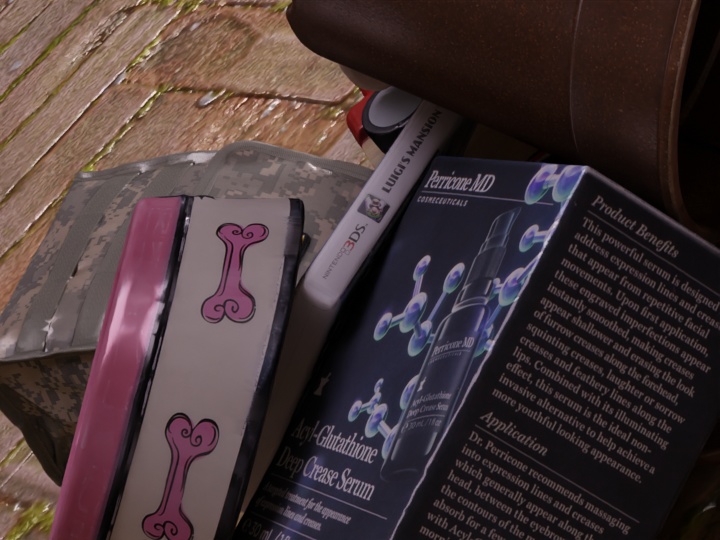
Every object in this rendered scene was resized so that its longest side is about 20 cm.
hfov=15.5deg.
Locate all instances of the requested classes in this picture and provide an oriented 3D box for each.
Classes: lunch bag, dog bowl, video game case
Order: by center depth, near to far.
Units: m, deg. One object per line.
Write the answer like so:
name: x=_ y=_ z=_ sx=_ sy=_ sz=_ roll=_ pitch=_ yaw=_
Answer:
dog bowl: x=-0.085 y=0.056 z=1.172 sx=0.200 sy=0.074 sz=0.200 roll=-165 pitch=90 yaw=-83
video game case: x=0.000 y=0.000 z=1.239 sx=0.182 sy=0.023 sz=0.200 roll=-57 pitch=-5 yaw=-34
lunch bag: x=-0.083 y=0.019 z=1.411 sx=0.200 sy=0.118 sz=0.164 roll=-8 pitch=41 yaw=32

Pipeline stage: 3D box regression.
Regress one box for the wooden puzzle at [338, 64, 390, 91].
wooden puzzle: x=0.037 y=-0.196 z=1.274 sx=0.185 sy=0.200 sz=0.046 roll=-45 pitch=67 yaw=-7

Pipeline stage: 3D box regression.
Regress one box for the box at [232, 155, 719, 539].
box: x=0.055 y=0.064 z=1.088 sx=0.200 sy=0.107 sz=0.148 roll=-62 pitch=21 yaw=-8

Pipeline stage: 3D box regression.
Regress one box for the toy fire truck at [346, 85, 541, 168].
toy fire truck: x=0.073 y=-0.121 z=1.436 sx=0.176 sy=0.129 sz=0.200 roll=-39 pitch=35 yaw=5

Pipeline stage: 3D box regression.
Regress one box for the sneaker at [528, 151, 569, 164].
sneaker: x=0.165 y=-0.066 z=1.263 sx=0.200 sy=0.077 sz=0.085 roll=-24 pitch=24 yaw=12

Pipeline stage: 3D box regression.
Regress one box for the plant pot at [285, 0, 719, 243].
plant pot: x=0.086 y=-0.134 z=1.112 sx=0.198 sy=0.200 sz=0.200 roll=19 pitch=58 yaw=25

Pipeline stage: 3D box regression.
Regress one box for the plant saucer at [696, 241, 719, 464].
plant saucer: x=0.186 y=0.014 z=1.134 sx=0.200 sy=0.037 sz=0.200 roll=-32 pitch=27 yaw=18
